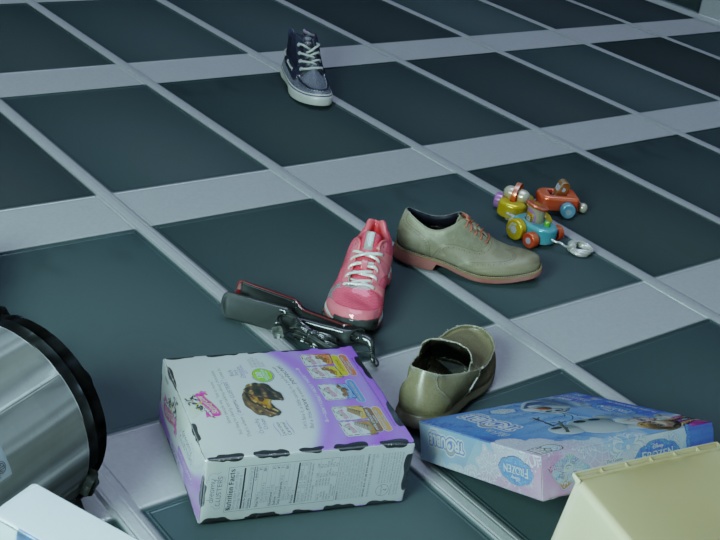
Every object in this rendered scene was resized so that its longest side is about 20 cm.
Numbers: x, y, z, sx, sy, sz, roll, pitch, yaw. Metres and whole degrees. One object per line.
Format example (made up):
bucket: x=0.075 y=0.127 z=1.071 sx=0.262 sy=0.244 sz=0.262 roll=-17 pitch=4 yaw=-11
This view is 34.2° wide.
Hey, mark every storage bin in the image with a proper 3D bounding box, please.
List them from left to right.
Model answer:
storage bin: x=0.289 y=0.250 z=0.966 sx=0.197 sy=0.094 sz=0.200 roll=-5 pitch=36 yaw=-28

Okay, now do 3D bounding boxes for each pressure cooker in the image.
pressure cooker: x=-0.301 y=0.135 z=0.937 sx=0.178 sy=0.177 sz=0.200 roll=24 pitch=33 yaw=21

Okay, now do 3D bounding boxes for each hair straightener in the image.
hair straightener: x=-0.071 y=0.069 z=1.306 sx=0.199 sy=0.041 sz=0.077 roll=23 pitch=29 yaw=17

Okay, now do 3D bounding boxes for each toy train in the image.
toy train: x=0.274 y=-0.091 z=1.704 sx=0.149 sy=0.056 sz=0.200 roll=6 pitch=26 yaw=-5

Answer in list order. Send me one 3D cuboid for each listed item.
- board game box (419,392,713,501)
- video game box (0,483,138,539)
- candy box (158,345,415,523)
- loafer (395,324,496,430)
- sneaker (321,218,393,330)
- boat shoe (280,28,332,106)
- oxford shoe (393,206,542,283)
board game box: x=0.190 y=0.160 z=1.106 sx=0.198 sy=0.044 sz=0.200 roll=-7 pitch=6 yaw=-28
video game box: x=-0.148 y=0.255 z=0.740 sx=0.199 sy=0.183 sz=0.047 roll=21 pitch=32 yaw=24
candy box: x=-0.075 y=0.148 z=1.099 sx=0.198 sy=0.072 sz=0.168 roll=-2 pitch=29 yaw=-22
loafer: x=0.100 y=0.102 z=1.251 sx=0.076 sy=0.068 sz=0.200 roll=17 pitch=28 yaw=16
sneaker: x=0.000 y=0.000 z=1.400 sx=0.073 sy=0.087 sz=0.200 roll=9 pitch=26 yaw=3
boat shoe: x=-0.096 y=-0.366 z=2.088 sx=0.074 sy=0.093 sz=0.200 roll=-3 pitch=28 yaw=-22
oxford shoe: x=0.143 y=-0.034 z=1.525 sx=0.198 sy=0.075 sz=0.071 roll=9 pitch=25 yaw=0
